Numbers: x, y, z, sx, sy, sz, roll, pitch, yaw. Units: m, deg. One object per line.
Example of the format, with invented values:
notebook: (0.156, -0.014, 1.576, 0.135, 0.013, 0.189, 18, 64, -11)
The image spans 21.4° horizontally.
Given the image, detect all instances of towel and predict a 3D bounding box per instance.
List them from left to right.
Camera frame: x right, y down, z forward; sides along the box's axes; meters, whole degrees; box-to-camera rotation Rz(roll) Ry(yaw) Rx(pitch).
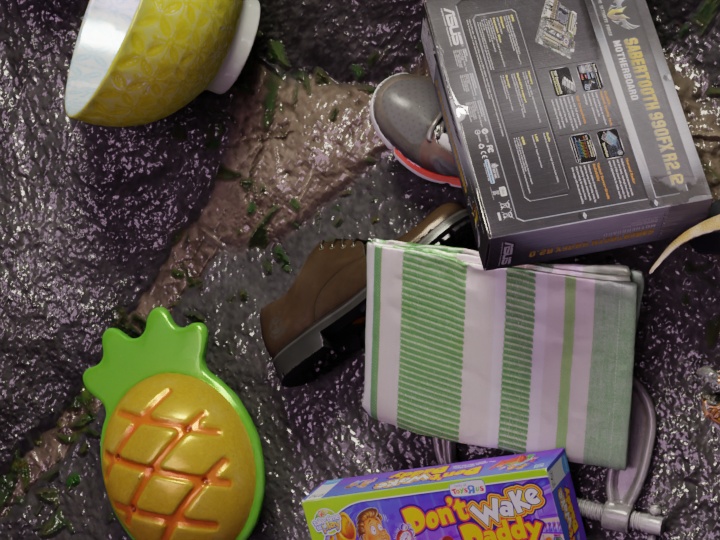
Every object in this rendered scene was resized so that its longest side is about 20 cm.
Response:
towel: (0.099, 0.057, 1.366, 0.198, 0.023, 0.154, 8, 112, 15)

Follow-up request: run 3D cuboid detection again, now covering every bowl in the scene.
bowl: (-0.142, -0.192, 1.472, 0.107, 0.200, 0.201, 20, 100, -21)

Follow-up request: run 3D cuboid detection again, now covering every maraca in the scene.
maraca: (-0.145, 0.131, 1.482, 0.136, 0.107, 0.201, -22, 80, 15)

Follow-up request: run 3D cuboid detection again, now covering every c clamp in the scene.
c clamp: (0.136, 0.144, 1.399, 0.199, 0.027, 0.172, 17, 96, 23)

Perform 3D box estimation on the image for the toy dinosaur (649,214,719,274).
toy dinosaur: (0.283, -0.044, 1.239, 0.199, 0.101, 0.058, 0, 131, 35)

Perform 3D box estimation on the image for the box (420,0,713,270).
box: (0.138, -0.109, 1.320, 0.157, 0.048, 0.201, -10, 64, -8)

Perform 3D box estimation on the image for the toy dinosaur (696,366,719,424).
toy dinosaur: (0.327, 0.048, 1.293, 0.199, 0.102, 0.137, -15, 100, -15)

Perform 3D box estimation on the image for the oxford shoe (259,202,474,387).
oxford shoe: (0.000, 0.000, 1.440, 0.199, 0.073, 0.085, -35, 67, 17)

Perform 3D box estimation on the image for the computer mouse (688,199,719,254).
computer mouse: (0.305, -0.035, 1.287, 0.199, 0.058, 0.034, -2, 102, 40)

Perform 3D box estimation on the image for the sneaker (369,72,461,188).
sneaker: (0.093, -0.092, 1.381, 0.199, 0.082, 0.077, 32, 78, 16)

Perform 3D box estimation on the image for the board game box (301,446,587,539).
board game box: (0.068, 0.212, 1.397, 0.199, 0.045, 0.135, -11, 100, 26)
